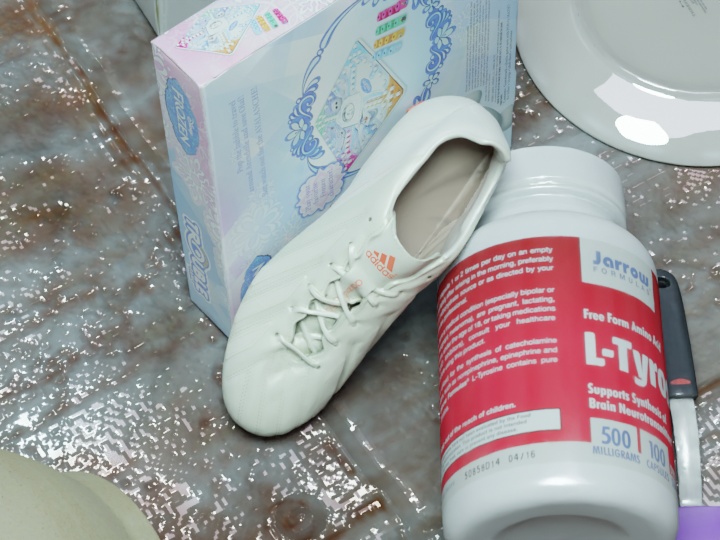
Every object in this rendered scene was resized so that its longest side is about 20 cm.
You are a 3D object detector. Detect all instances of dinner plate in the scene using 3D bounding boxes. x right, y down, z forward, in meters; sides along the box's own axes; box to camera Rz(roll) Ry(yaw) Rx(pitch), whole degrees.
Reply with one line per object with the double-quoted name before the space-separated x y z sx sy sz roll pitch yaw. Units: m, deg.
"dinner plate" 0.187 -0.147 1.251 0.200 0.024 0.200 2 58 -3

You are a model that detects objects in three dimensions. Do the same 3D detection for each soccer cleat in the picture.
"soccer cleat" 0.000 0.000 1.074 0.069 0.078 0.200 34 95 -23

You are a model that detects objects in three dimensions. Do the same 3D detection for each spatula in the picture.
"spatula" 0.164 0.082 1.106 0.056 0.021 0.200 -2 57 -2

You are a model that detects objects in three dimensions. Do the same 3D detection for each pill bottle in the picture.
"pill bottle" 0.093 0.045 1.072 0.112 0.112 0.200 1 58 -2

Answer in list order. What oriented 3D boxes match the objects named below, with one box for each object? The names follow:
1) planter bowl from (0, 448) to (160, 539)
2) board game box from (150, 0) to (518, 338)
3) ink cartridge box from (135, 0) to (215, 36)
"planter bowl" -0.162 0.162 0.956 0.135 0.200 0.200 -14 55 -43
"board game box" -0.006 -0.086 1.097 0.199 0.200 0.043 -36 60 -23
"ink cartridge box" -0.099 -0.249 1.263 0.146 0.084 0.200 -24 62 -17
